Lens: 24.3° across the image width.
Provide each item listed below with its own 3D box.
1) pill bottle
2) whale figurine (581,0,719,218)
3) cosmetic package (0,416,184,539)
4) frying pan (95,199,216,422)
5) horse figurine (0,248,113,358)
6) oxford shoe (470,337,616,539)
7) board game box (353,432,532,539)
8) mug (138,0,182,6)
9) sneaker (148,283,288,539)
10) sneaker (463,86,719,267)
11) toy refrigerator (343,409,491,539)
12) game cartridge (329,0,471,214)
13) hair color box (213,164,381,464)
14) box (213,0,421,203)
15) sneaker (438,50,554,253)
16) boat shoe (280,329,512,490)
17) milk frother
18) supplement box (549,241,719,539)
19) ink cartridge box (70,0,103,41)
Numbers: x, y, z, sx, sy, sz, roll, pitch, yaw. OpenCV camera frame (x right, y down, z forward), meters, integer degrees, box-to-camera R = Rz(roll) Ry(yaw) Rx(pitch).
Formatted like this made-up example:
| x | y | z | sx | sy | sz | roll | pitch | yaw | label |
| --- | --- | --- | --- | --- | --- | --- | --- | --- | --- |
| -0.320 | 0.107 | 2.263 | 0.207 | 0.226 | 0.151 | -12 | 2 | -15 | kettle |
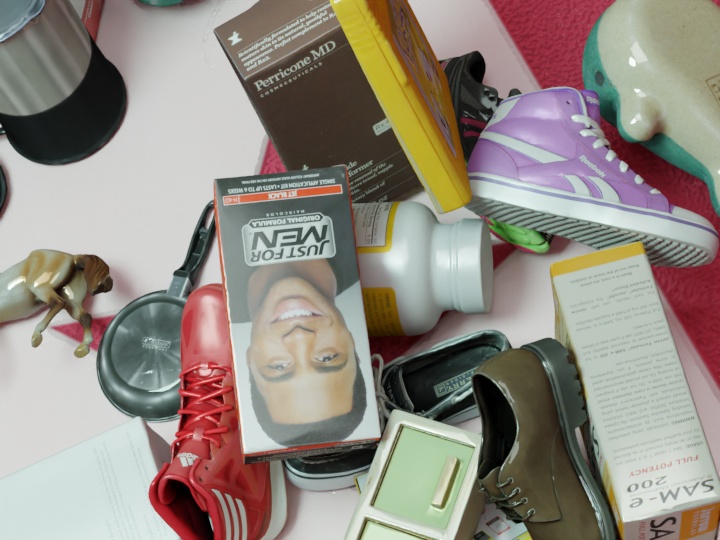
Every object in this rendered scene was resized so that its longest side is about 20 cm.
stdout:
| x | y | z | sx | sy | sz | roll | pitch | yaw | label |
| --- | --- | --- | --- | --- | --- | --- | --- | --- | --- |
| 0.000 | 0.000 | 1.296 | 0.199 | 0.104 | 0.105 | -1 | 64 | 13 | pill bottle |
| 0.251 | -0.124 | 1.309 | 0.159 | 0.104 | 0.201 | -25 | 80 | -35 | whale figurine |
| -0.229 | 0.208 | 1.264 | 0.199 | 0.081 | 0.113 | -23 | 61 | 3 | cosmetic package |
| -0.140 | 0.036 | 1.358 | 0.115 | 0.031 | 0.190 | 32 | 78 | 24 | frying pan |
| -0.282 | 0.027 | 1.375 | 0.199 | 0.050 | 0.133 | -18 | 44 | 14 | horse figurine |
| 0.117 | 0.153 | 1.136 | 0.084 | 0.073 | 0.201 | -13 | 83 | -29 | oxford shoe |
| 0.094 | 0.219 | 1.201 | 0.152 | 0.040 | 0.201 | -19 | 62 | 4 | board game box |
| -0.192 | -0.308 | 1.481 | 0.114 | 0.185 | 0.152 | -42 | 96 | -8 | mug |
| -0.107 | 0.110 | 1.221 | 0.078 | 0.115 | 0.201 | -14 | 88 | 21 | sneaker |
| 0.179 | -0.077 | 1.228 | 0.200 | 0.073 | 0.115 | 19 | 75 | 20 | sneaker |
| 0.026 | 0.205 | 1.159 | 0.076 | 0.070 | 0.201 | 16 | 69 | 17 | toy refrigerator |
| 0.024 | -0.167 | 1.223 | 0.032 | 0.200 | 0.177 | -20 | 39 | 11 | game cartridge |
| -0.047 | 0.032 | 1.202 | 0.101 | 0.061 | 0.201 | -7 | 77 | -6 | hair color box |
| -0.028 | -0.127 | 1.307 | 0.100 | 0.200 | 0.075 | -30 | 48 | -2 | box |
| 0.107 | -0.102 | 1.337 | 0.083 | 0.077 | 0.201 | -28 | 62 | 3 | sneaker |
| 0.026 | 0.102 | 1.259 | 0.198 | 0.068 | 0.074 | -20 | 61 | 4 | boat shoe |
| -0.318 | -0.148 | 1.399 | 0.179 | 0.188 | 0.201 | 3 | 65 | 16 | milk frother |
| 0.193 | 0.100 | 1.186 | 0.073 | 0.126 | 0.201 | -14 | 61 | 1 | supplement box |
| -0.313 | -0.273 | 1.451 | 0.116 | 0.200 | 0.068 | 1 | 64 | 14 | ink cartridge box |
